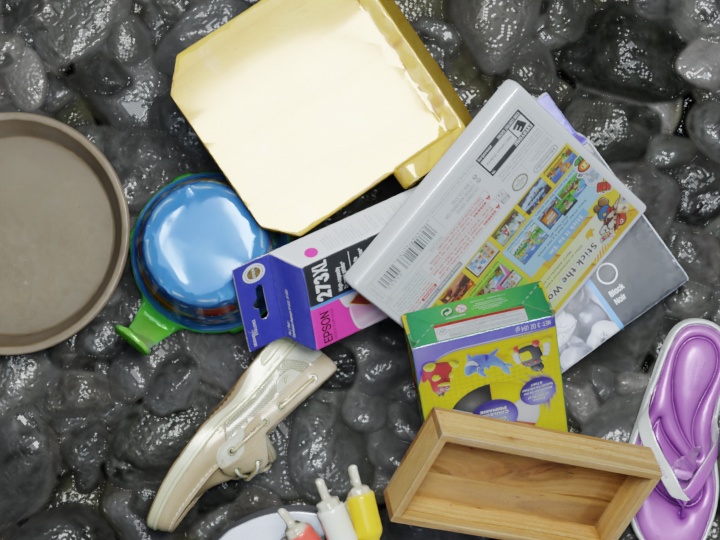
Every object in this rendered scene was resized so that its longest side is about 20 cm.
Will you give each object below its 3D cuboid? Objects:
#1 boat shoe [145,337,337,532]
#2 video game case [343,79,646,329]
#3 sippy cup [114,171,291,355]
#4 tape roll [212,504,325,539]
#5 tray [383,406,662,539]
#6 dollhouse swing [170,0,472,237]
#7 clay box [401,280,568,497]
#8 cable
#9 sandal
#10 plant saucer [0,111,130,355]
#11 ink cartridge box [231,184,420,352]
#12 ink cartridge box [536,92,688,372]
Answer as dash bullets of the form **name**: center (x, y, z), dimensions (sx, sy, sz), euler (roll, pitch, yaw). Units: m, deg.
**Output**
- **boat shoe**: center (-0.098, 0.139, 1.581), dimensions (0.065, 0.072, 0.200), euler (38, 81, 1)
- **video game case**: center (0.109, -0.023, 1.521), dimensions (0.200, 0.023, 0.182), euler (-51, 127, 2)
- **sippy cup**: center (-0.122, -0.018, 1.556), dimensions (0.139, 0.130, 0.178), euler (4, 87, -2)
- **tape roll**: center (-0.052, 0.293, 1.576), dimensions (0.200, 0.066, 0.201), euler (0, 87, -2)
- **tray**: center (0.129, 0.169, 1.545), dimensions (0.200, 0.037, 0.099), euler (12, 126, -23)
- **dollhouse swing**: center (-0.030, -0.137, 1.556), dimensions (0.176, 0.182, 0.200), euler (-35, 89, 9)
- **clay box**: center (0.104, 0.107, 1.541), dimensions (0.115, 0.048, 0.200), euler (-14, 130, -2)
- **cable**: center (0.003, 0.257, 1.521), dimensions (0.097, 0.050, 0.200), euler (-31, 87, -2)
- **sandal**: center (0.263, 0.139, 1.601), dimensions (0.082, 0.050, 0.203), euler (6, 87, -1)
- **plant saucer**: center (-0.285, -0.030, 1.590), dimensions (0.200, 0.029, 0.200), euler (-1, 84, 6)
- **ink cartridge box**: center (0.000, 0.000, 1.519), dimensions (0.200, 0.095, 0.037), euler (-23, 46, -14)
- **ink cartridge box**: center (0.137, -0.015, 1.608), dimensions (0.198, 0.043, 0.200), euler (-37, 88, -2)
